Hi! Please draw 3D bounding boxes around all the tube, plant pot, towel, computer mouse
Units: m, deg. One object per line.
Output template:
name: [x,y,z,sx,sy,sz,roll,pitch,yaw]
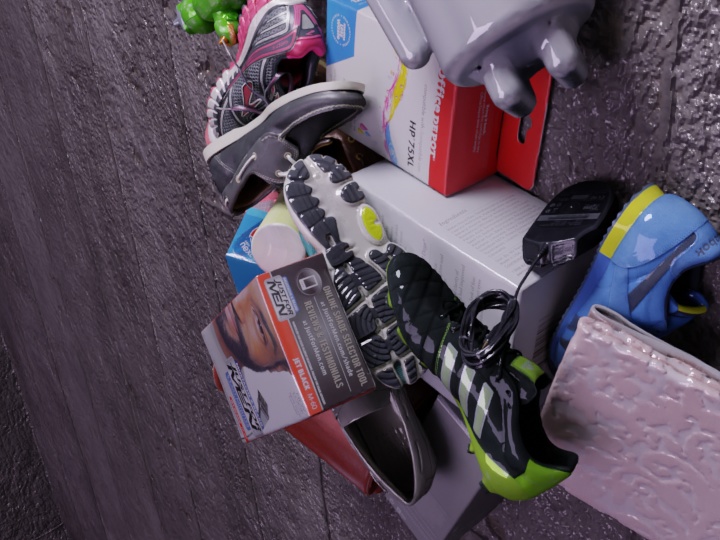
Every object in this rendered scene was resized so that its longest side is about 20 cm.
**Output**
tube: [-0.053,-0.060,0.849,0.051,0.201,0.059,10,116,6]
plant pot: [-0.013,0.106,0.904,0.194,0.200,0.203,38,140,23]
towel: [0.226,0.135,0.648,0.198,0.032,0.193,29,140,20]
computer mouse: [0.126,0.003,0.613,0.058,0.200,0.034,3,129,45]

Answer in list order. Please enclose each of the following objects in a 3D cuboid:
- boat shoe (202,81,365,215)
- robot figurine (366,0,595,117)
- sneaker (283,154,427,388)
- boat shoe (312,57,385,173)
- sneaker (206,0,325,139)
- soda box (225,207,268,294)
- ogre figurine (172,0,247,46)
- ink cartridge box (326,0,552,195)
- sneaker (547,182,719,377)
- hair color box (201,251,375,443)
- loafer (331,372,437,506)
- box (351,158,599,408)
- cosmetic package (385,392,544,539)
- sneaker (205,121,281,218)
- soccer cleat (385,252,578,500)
boat shoe: [-0.062,-0.107,0.773,0.198,0.071,0.069,-23,77,44]
robot figurine: [0.083,-0.207,0.599,0.167,0.113,0.203,-26,83,17]
sneaker: [0.000,0.000,0.727,0.203,0.076,0.080,64,167,11]
boat shoe: [-0.027,-0.131,0.861,0.201,0.067,0.072,54,147,18]
sneaker: [-0.088,-0.166,0.821,0.075,0.079,0.201,59,149,22]
soda box: [-0.092,0.019,0.990,0.066,0.065,0.201,15,151,13]
ogre figurine: [-0.104,-0.267,0.832,0.198,0.118,0.100,15,123,52]
ink cartridge box: [0.056,-0.146,0.729,0.199,0.066,0.118,36,138,37]
sneaker: [0.197,0.034,0.648,0.078,0.065,0.202,42,142,24]
hair color box: [-0.068,0.072,0.735,0.113,0.063,0.200,67,153,7]
loafer: [0.006,0.106,0.761,0.202,0.069,0.070,59,-168,-4]
box: [0.086,0.008,0.754,0.199,0.105,0.155,37,139,37]
cosmetic package: [0.105,0.176,0.844,0.091,0.106,0.201,50,147,21]
sneaker: [-0.104,-0.114,0.984,0.202,0.073,0.087,54,142,14]
soccer cleat: [0.088,0.069,0.647,0.081,0.067,0.203,-32,86,39]
